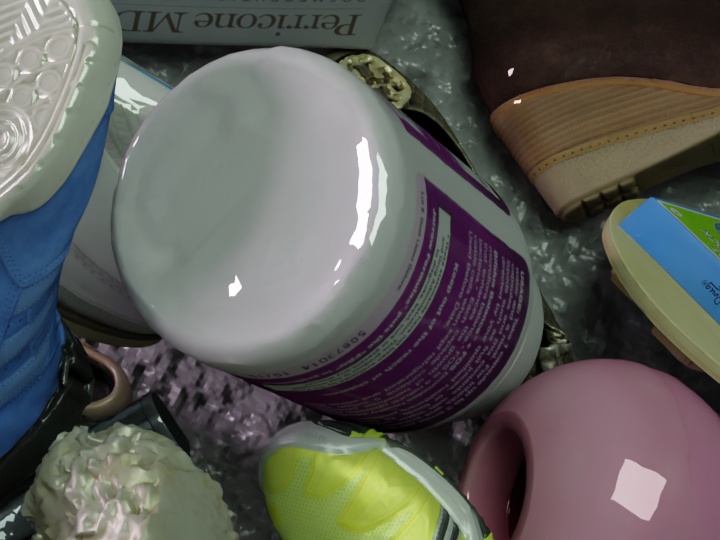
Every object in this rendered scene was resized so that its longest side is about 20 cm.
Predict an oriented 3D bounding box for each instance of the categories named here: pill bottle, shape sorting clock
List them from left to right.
[{"bbox_3d":[0.000,0.000,0.710,0.111,0.200,0.113,-7,73,22],"label":"pill bottle"},{"bbox_3d":[0.190,0.032,0.816,0.199,0.039,0.200,29,20,-12],"label":"shape sorting clock"}]

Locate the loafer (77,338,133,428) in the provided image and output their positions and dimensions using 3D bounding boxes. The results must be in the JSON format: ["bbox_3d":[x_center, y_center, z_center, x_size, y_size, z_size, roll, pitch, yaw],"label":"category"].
[{"bbox_3d":[-0.181,0.022,0.731,0.199,0.063,0.072,20,61,-9],"label":"loafer"}]

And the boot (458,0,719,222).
[{"bbox_3d":[0.143,-0.129,0.878,0.199,0.072,0.167,-21,71,0],"label":"boot"}]

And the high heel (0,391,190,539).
[{"bbox_3d":[-0.093,0.163,0.713,0.142,0.071,0.201,-28,94,1],"label":"high heel"}]

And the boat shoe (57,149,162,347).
[{"bbox_3d":[-0.132,-0.050,0.716,0.200,0.068,0.075,41,30,-20],"label":"boat shoe"}]

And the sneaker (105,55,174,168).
[{"bbox_3d":[-0.088,-0.051,0.799,0.199,0.072,0.073,28,27,-13],"label":"sneaker"}]

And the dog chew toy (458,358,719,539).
[{"bbox_3d":[0.141,0.108,0.769,0.199,0.125,0.125,13,62,-21],"label":"dog chew toy"}]

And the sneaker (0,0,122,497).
[{"bbox_3d":[-0.127,-0.001,0.654,0.076,0.111,0.201,25,89,22],"label":"sneaker"}]

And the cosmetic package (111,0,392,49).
[{"bbox_3d":[-0.058,-0.221,0.799,0.166,0.200,0.167,-1,58,-17],"label":"cosmetic package"}]

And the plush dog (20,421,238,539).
[{"bbox_3d":[-0.112,0.175,0.622,0.160,0.171,0.201,-26,86,-55],"label":"plush dog"}]

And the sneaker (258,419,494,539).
[{"bbox_3d":[0.019,0.148,0.698,0.201,0.075,0.076,60,35,-2],"label":"sneaker"}]

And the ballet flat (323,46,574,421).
[{"bbox_3d":[0.039,-0.019,0.834,0.067,0.046,0.201,-20,73,-26],"label":"ballet flat"}]
